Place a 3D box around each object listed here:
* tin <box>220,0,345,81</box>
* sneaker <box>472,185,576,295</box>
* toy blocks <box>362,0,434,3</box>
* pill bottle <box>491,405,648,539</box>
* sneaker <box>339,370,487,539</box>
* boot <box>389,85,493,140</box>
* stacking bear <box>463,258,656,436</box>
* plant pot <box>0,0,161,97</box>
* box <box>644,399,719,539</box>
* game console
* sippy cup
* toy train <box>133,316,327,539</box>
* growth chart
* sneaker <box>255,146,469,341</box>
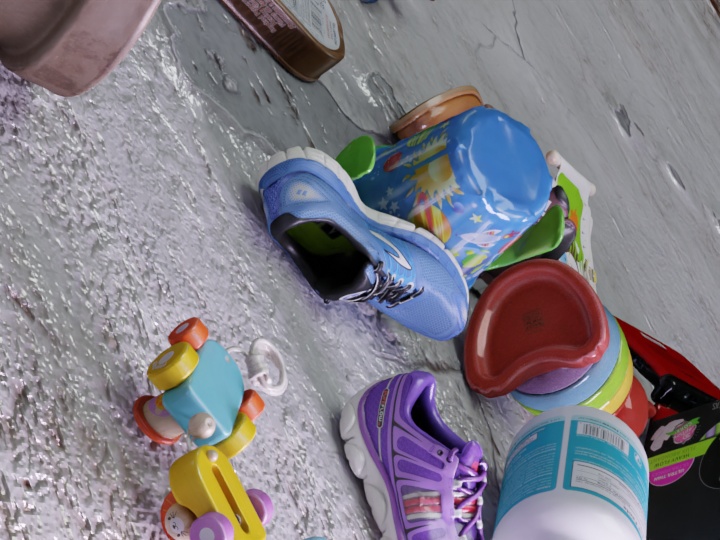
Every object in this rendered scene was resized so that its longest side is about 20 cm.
[{"bbox_3d":[-0.083,-0.238,1.739,0.200,0.042,0.112,44,20,-31],"label":"tin"},{"bbox_3d":[0.110,-0.045,1.779,0.200,0.115,0.076,27,36,-53],"label":"sneaker"},{"bbox_3d":[0.014,-0.314,2.005,0.200,0.100,0.137,-13,83,-69],"label":"toy blocks"},{"bbox_3d":[0.151,0.188,1.550,0.111,0.111,0.200,52,22,-14],"label":"pill bottle"},{"bbox_3d":[0.054,0.157,1.417,0.081,0.083,0.201,11,51,-62],"label":"sneaker"},{"bbox_3d":[0.108,-0.077,1.888,0.200,0.074,0.155,2,62,-62],"label":"boot"},{"bbox_3d":[0.178,0.087,1.770,0.200,0.121,0.114,48,28,-47],"label":"stacking bear"},{"bbox_3d":[-0.212,-0.224,1.265,0.174,0.200,0.201,21,37,-28],"label":"plant pot"},{"bbox_3d":[0.311,0.214,1.751,0.124,0.148,0.200,46,42,-26],"label":"box"},{"bbox_3d":[0.269,0.146,1.951,0.172,0.119,0.200,45,11,34],"label":"game console"},{"bbox_3d":[0.071,-0.056,1.632,0.178,0.130,0.140,-25,83,-45],"label":"sippy cup"},{"bbox_3d":[-0.071,0.128,1.229,0.150,0.055,0.201,29,38,-54],"label":"toy train"},{"bbox_3d":[0.200,-0.005,1.961,0.145,0.018,0.201,12,71,-68],"label":"growth chart"},{"bbox_3d":[0.000,0.000,1.550,0.200,0.078,0.089,35,36,-28],"label":"sneaker"}]
